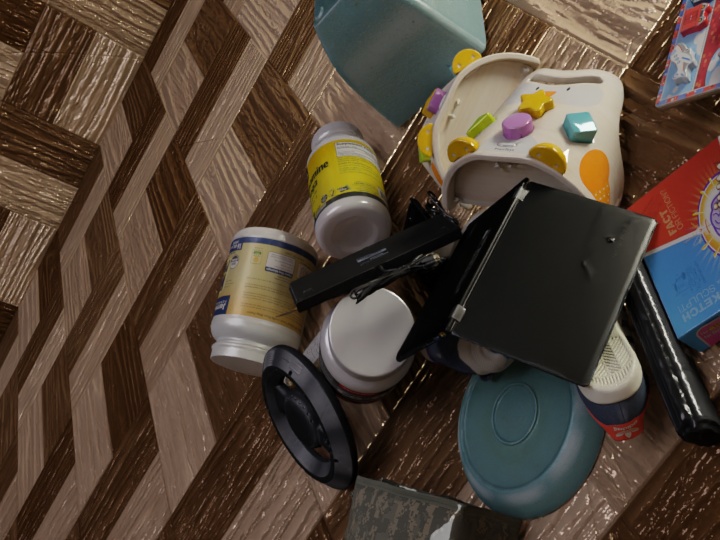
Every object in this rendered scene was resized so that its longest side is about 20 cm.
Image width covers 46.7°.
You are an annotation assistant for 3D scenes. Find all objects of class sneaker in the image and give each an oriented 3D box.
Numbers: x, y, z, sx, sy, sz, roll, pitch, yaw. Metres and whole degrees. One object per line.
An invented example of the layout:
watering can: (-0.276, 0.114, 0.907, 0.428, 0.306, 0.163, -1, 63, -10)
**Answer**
sneaker: (0.153, 0.021, 0.894, 0.145, 0.080, 0.203, 2, 57, 55)
sneaker: (0.226, 0.077, 0.785, 0.073, 0.086, 0.202, -16, 28, 18)

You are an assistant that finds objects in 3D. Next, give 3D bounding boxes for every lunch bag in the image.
lunch bag: (0.050, 0.309, 0.854, 0.198, 0.116, 0.168, -1, 71, 51)

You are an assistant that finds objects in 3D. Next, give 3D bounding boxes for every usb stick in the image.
usb stick: (0.268, 0.060, 0.738, 0.033, 0.055, 0.203, -41, 40, 33)

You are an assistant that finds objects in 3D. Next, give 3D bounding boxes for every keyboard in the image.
keyboard: (0.020, -0.002, 0.894, 0.196, 0.021, 0.127, -25, 20, -4)
keyboard: (0.109, -0.024, 1.062, 0.201, 0.039, 0.106, -121, 37, -51)

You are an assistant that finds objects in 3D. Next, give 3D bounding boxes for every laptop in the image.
laptop: (0.154, 0.022, 0.809, 0.189, 0.115, 0.200, -57, 7, -26)

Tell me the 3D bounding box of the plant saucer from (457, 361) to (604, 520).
plant saucer: (0.166, 0.151, 0.863, 0.199, 0.027, 0.204, -35, 43, 42)

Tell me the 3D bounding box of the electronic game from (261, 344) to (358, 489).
electronic game: (-0.068, 0.190, 1.076, 0.199, 0.041, 0.203, 39, 143, 37)

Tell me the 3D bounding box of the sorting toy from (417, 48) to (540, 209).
sorting toy: (0.124, -0.202, 1.103, 0.204, 0.105, 0.180, -64, 13, 5)

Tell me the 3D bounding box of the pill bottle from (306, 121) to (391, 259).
pill bottle: (-0.022, -0.124, 1.232, 0.112, 0.111, 0.203, -44, 38, 31)

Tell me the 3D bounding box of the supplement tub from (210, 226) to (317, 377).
supplement tub: (-0.150, 0.052, 1.285, 0.143, 0.142, 0.205, -13, 59, 52)

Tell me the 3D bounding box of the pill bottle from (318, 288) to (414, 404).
pill bottle: (0.006, 0.090, 0.977, 0.200, 0.111, 0.117, 103, -178, -75)

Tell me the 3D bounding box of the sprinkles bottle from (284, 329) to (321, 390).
sprinkles bottle: (-0.039, 0.114, 1.151, 0.201, 0.067, 0.069, -52, 35, 23)

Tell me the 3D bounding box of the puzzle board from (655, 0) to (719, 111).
puzzle board: (0.363, -0.253, 0.788, 0.149, 0.017, 0.204, -12, 50, 53)

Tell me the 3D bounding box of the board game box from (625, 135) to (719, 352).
board game box: (0.337, -0.049, 0.715, 0.200, 0.040, 0.155, -43, 39, 33)

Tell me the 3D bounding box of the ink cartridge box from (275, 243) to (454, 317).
ink cartridge box: (0.000, 0.000, 1.023, 0.160, 0.196, 0.051, -24, 83, 66)

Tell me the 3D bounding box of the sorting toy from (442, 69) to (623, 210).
sorting toy: (0.197, -0.153, 0.906, 0.197, 0.108, 0.182, 10, 54, 37)

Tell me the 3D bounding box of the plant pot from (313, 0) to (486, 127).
plant pot: (0.040, -0.376, 1.208, 0.195, 0.197, 0.200, -35, 41, 39)
